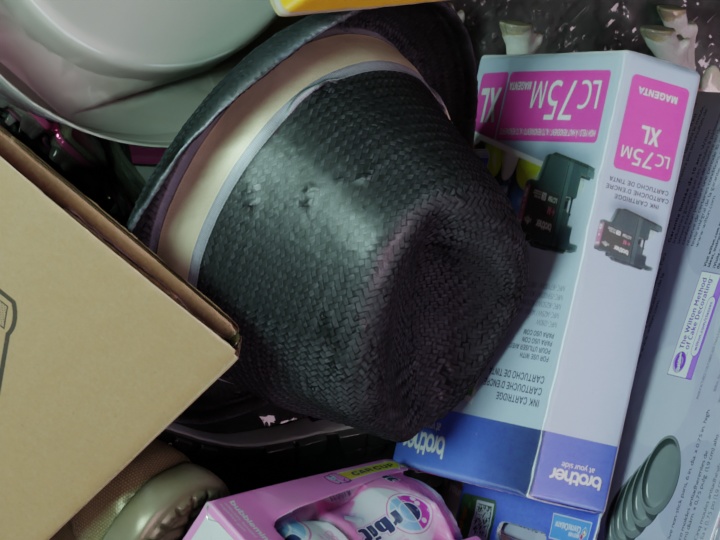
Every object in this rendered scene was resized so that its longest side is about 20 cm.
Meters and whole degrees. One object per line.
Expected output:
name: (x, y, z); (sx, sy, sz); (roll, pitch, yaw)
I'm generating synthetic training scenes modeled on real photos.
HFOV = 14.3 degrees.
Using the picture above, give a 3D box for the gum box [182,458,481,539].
gum box: (-0.045, 0.162, 1.093); (0.113, 0.066, 0.200); (-11, 140, -54)

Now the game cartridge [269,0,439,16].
game cartridge: (0.017, -0.181, 1.028); (0.200, 0.032, 0.177); (-12, 75, -43)

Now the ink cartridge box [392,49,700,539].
ink cartridge box: (0.065, 0.017, 1.090); (0.042, 0.119, 0.201); (11, 88, -24)

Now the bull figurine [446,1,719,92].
bull figurine: (0.071, -0.047, 1.194); (0.199, 0.065, 0.122); (-3, 109, -30)

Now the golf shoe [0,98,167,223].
golf shoe: (-0.066, -0.054, 1.112); (0.092, 0.073, 0.200); (-49, 125, -3)

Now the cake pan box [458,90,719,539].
cake pan box: (0.125, 0.023, 1.087); (0.052, 0.184, 0.201); (20, 85, -28)

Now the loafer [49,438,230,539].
loafer: (-0.114, 0.129, 1.097); (0.076, 0.067, 0.200); (-12, 144, -48)

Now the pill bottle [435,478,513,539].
pill bottle: (0.081, 0.121, 1.247); (0.113, 0.114, 0.201); (6, 108, -31)

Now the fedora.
fedora: (0.000, 0.000, 1.038); (0.200, 0.092, 0.201); (-34, 149, -24)

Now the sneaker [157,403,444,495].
sneaker: (-0.068, 0.057, 1.161); (0.199, 0.088, 0.076); (1, 135, -24)

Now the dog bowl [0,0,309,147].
dog bowl: (-0.084, -0.141, 1.032); (0.199, 0.059, 0.201); (2, 86, -32)

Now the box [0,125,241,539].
box: (-0.165, 0.037, 0.999); (0.163, 0.021, 0.200); (40, 115, -14)
